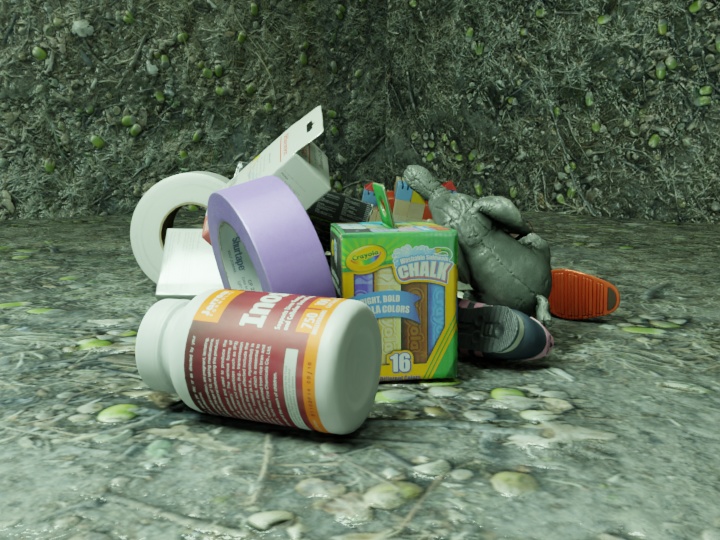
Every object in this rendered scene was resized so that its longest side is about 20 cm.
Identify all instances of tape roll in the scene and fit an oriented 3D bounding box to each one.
[{"bbox_3d":[-0.278,-0.067,1.297,0.202,0.204,0.139,0,8,-5],"label":"tape roll"},{"bbox_3d":[-0.097,0.004,0.812,0.065,0.201,0.200,-21,17,-22],"label":"tape roll"}]

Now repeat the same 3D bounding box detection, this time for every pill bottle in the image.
[{"bbox_3d":[-0.091,0.074,0.667,0.199,0.113,0.113,4,9,22],"label":"pill bottle"}]

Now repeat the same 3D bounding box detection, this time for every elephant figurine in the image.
[{"bbox_3d":[0.139,-0.035,0.931,0.155,0.200,0.142,-16,33,45],"label":"elephant figurine"}]

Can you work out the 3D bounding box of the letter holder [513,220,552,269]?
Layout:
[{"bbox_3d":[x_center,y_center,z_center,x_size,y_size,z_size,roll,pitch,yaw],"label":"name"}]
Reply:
[{"bbox_3d":[0.245,-0.013,1.375,0.100,0.142,0.200,-34,18,-10],"label":"letter holder"}]

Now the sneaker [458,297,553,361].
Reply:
[{"bbox_3d":[0.141,0.073,0.906,0.082,0.070,0.200,20,-3,-30],"label":"sneaker"}]

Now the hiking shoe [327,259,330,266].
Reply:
[{"bbox_3d":[0.000,0.000,1.150,0.200,0.075,0.087,-21,-10,-35],"label":"hiking shoe"}]

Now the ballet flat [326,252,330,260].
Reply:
[{"bbox_3d":[-0.059,-0.009,1.269,0.199,0.072,0.072,-1,9,-9],"label":"ballet flat"}]

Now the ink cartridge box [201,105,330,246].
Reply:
[{"bbox_3d":[-0.103,-0.107,0.957,0.200,0.067,0.117,-39,25,16],"label":"ink cartridge box"}]

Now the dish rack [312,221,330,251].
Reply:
[{"bbox_3d":[-0.142,-0.033,1.136,0.153,0.055,0.200,21,-43,-24],"label":"dish rack"}]

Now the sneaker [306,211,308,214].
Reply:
[{"bbox_3d":[-0.115,-0.001,0.965,0.111,0.201,0.077,-3,-24,-10],"label":"sneaker"}]

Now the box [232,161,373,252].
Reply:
[{"bbox_3d":[-0.090,-0.085,1.134,0.199,0.044,0.160,17,-16,-2],"label":"box"}]

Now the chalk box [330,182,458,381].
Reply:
[{"bbox_3d":[0.033,0.007,0.823,0.123,0.201,0.125,-1,9,-8],"label":"chalk box"}]

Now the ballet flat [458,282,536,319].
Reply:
[{"bbox_3d":[0.154,0.046,1.032,0.199,0.068,0.064,-3,17,-16],"label":"ballet flat"}]

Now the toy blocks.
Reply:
[{"bbox_3d":[0.074,-0.090,1.258,0.199,0.137,0.100,9,21,-4],"label":"toy blocks"}]

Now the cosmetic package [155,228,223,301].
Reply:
[{"bbox_3d":[-0.169,0.007,1.051,0.199,0.113,0.081,3,-31,0],"label":"cosmetic package"}]

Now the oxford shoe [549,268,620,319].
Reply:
[{"bbox_3d":[0.292,0.030,1.129,0.199,0.071,0.072,7,6,38],"label":"oxford shoe"}]
